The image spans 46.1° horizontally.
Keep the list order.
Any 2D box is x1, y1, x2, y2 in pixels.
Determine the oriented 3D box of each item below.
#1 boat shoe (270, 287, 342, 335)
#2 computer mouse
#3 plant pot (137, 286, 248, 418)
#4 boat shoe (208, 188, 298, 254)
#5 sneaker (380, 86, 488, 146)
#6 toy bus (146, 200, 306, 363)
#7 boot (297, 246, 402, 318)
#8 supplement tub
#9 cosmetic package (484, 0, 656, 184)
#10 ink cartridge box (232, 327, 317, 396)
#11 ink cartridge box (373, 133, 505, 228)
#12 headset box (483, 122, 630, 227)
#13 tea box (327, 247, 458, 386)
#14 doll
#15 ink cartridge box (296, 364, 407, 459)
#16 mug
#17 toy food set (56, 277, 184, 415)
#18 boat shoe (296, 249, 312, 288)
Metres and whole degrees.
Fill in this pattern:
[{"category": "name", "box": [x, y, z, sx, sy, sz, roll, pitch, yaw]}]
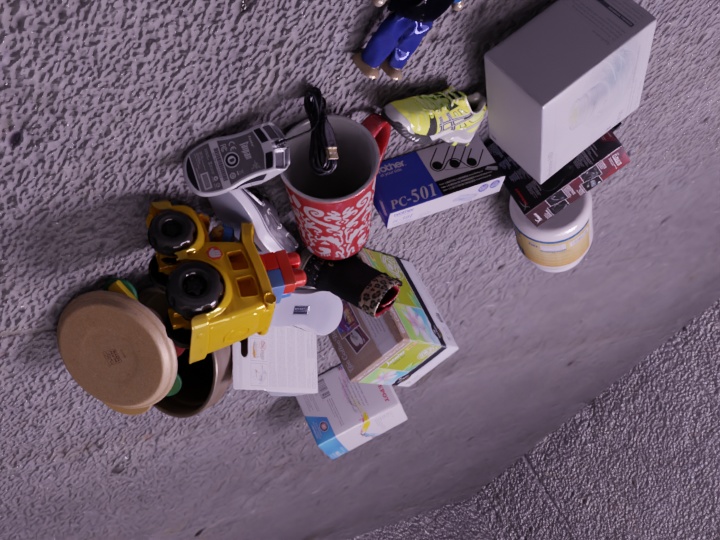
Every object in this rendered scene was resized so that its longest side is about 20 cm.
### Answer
[{"category": "boat shoe", "box": [-0.101, 0.053, 1.291, 0.200, 0.065, 0.074, 20, 88, -56]}, {"category": "computer mouse", "box": [-0.128, -0.150, 1.071, 0.199, 0.110, 0.044, -18, 177, 4]}, {"category": "plant pot", "box": [-0.242, 0.105, 1.318, 0.200, 0.200, 0.173, -47, 166, 33]}, {"category": "boat shoe", "box": [-0.143, -0.074, 1.199, 0.200, 0.070, 0.066, 54, 53, -44]}, {"category": "sneaker", "box": [0.103, -0.224, 1.181, 0.200, 0.075, 0.077, -11, 142, -51]}, {"category": "toy bus", "box": [-0.179, -0.002, 1.131, 0.191, 0.201, 0.136, -16, 157, -19]}, {"category": "boot", "box": [-0.001, 0.002, 1.318, 0.203, 0.153, 0.074, -33, 144, -58]}, {"category": "supplement tub", "box": [0.356, -0.089, 1.569, 0.144, 0.145, 0.200, -30, 154, 3]}, {"category": "cosmetic package", "box": [0.287, -0.262, 1.182, 0.200, 0.123, 0.200, -37, 154, -6]}, {"category": "ink cartridge box", "box": [-0.144, 0.112, 1.317, 0.050, 0.163, 0.200, -11, 166, 36]}, {"category": "ink cartridge box", "box": [0.111, -0.139, 1.299, 0.199, 0.094, 0.044, -20, 153, -18]}, {"category": "headset box", "box": [0.315, -0.191, 1.343, 0.200, 0.149, 0.077, -36, 153, 14]}, {"category": "tea box", "box": [0.039, 0.086, 1.509, 0.134, 0.201, 0.196, -40, 152, 24]}, {"category": "doll", "box": [0.063, -0.313, 0.995, 0.136, 0.049, 0.200, -6, 147, -39]}, {"category": "ink cartridge box", "box": [-0.020, 0.300, 1.895, 0.199, 0.147, 0.146, -27, 153, -1]}, {"category": "mug", "box": [-0.020, -0.112, 1.185, 0.177, 0.134, 0.200, -22, 156, -9]}, {"category": "toy food set", "box": [-0.349, 0.116, 1.236, 0.198, 0.200, 0.049, -35, -170, 27]}, {"category": "boat shoe", "box": [-0.106, 0.010, 1.381, 0.069, 0.071, 0.200, -35, 153, 27]}]
